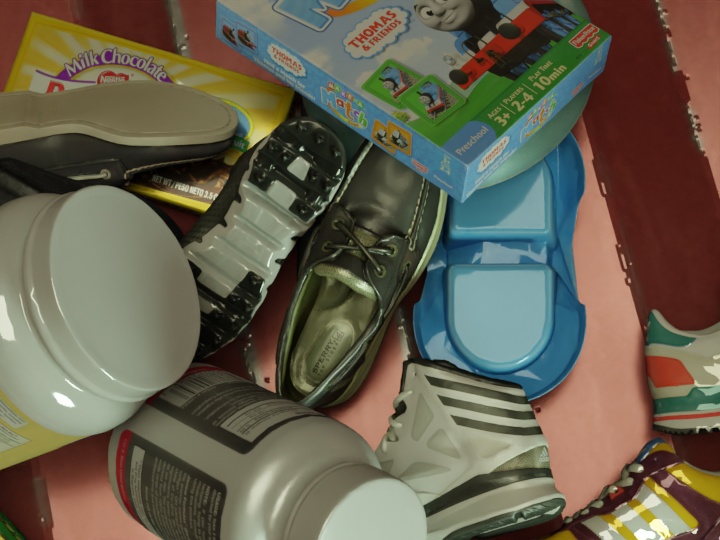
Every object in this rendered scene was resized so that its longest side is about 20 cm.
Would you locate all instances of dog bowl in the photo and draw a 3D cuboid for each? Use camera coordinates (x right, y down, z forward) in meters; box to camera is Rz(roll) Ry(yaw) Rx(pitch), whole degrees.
[{"bbox_3d":[0.091,-0.009,0.995,0.110,0.050,0.202,0,78,5],"label":"dog bowl"}]

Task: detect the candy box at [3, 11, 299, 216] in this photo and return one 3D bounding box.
[{"bbox_3d":[-0.151,-0.103,1.047,0.198,0.026,0.103,17,80,8],"label":"candy box"}]

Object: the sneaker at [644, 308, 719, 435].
[{"bbox_3d":[0.275,0.044,0.956,0.198,0.070,0.094,-12,83,5],"label":"sneaker"}]

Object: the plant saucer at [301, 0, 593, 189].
[{"bbox_3d":[0.055,-0.146,0.997,0.198,0.027,0.202,-3,65,7],"label":"plant saucer"}]

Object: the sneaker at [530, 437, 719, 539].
[{"bbox_3d":[0.165,0.152,0.940,0.198,0.075,0.091,-7,89,-5],"label":"sneaker"}]

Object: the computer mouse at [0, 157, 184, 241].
[{"bbox_3d":[-0.212,-0.016,0.992,0.198,0.139,0.053,14,37,-3],"label":"computer mouse"}]

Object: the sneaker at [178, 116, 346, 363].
[{"bbox_3d":[-0.077,-0.020,0.977,0.066,0.091,0.200,37,104,-8],"label":"sneaker"}]

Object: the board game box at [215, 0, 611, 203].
[{"bbox_3d":[0.032,-0.146,0.945,0.199,0.037,0.151,35,58,21],"label":"board game box"}]

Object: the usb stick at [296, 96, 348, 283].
[{"bbox_3d":[-0.015,-0.062,1.023,0.055,0.033,0.202,0,79,4],"label":"usb stick"}]

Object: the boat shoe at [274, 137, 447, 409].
[{"bbox_3d":[-0.001,0.000,0.947,0.071,0.066,0.202,25,105,9],"label":"boat shoe"}]

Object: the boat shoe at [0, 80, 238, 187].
[{"bbox_3d":[-0.178,-0.082,1.015,0.198,0.063,0.073,-1,36,1],"label":"boat shoe"}]

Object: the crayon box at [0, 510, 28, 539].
[{"bbox_3d":[-0.272,0.207,0.978,0.200,0.058,0.119,44,85,12],"label":"crayon box"}]

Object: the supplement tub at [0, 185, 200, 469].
[{"bbox_3d":[-0.210,0.040,0.911,0.199,0.145,0.147,-21,75,31],"label":"supplement tub"}]

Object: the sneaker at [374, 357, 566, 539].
[{"bbox_3d":[0.026,0.120,0.948,0.199,0.076,0.116,-21,70,25],"label":"sneaker"}]

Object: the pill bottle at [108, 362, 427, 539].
[{"bbox_3d":[-0.055,0.130,0.889,0.199,0.110,0.111,18,78,50],"label":"pill bottle"}]
